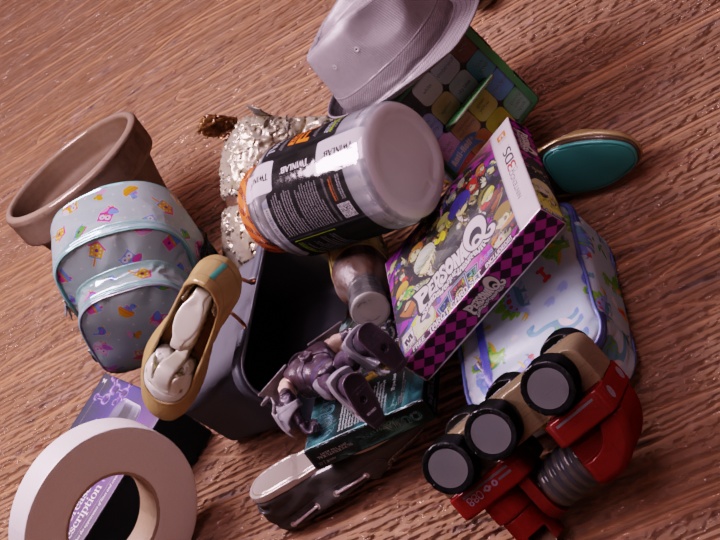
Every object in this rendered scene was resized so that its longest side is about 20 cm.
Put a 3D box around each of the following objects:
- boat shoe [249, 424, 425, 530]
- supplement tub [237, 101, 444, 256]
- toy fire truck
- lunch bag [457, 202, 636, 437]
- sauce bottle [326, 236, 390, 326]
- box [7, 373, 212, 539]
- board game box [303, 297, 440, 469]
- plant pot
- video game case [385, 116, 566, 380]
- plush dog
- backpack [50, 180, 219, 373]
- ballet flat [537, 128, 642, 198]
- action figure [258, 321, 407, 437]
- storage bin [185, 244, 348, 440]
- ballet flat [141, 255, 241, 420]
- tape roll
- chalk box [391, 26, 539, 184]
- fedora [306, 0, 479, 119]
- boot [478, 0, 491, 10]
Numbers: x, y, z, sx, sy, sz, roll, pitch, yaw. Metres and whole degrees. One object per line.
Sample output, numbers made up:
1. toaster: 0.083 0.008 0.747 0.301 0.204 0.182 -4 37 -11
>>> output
1. boat shoe: -0.013 0.188 1.453 0.199 0.057 0.067 -29 26 16
2. supplement tub: -0.024 -0.085 1.496 0.199 0.122 0.123 -17 47 42
3. toy fire truck: 0.170 0.179 1.238 0.176 0.200 0.129 -41 -1 24
4. lunch bag: 0.161 0.048 1.380 0.160 0.082 0.201 -32 40 25
5. sauce bottle: 0.000 0.000 1.544 0.065 0.065 0.200 -37 23 12
6. box: -0.274 0.228 1.637 0.141 0.079 0.201 12 67 51
7. board game box: 0.017 0.097 1.467 0.134 0.028 0.201 -26 27 23
8. plant pot: -0.296 -0.064 1.811 0.199 0.175 0.201 -33 24 17
9. video game case: 0.101 -0.023 1.397 0.200 0.036 0.182 -50 23 23
10. plush dog: -0.109 -0.079 1.674 0.200 0.159 0.174 162 114 -64
11. backpack: -0.252 0.006 1.677 0.174 0.201 0.154 -17 39 9
12. ballet flat: 0.189 -0.105 1.498 0.199 0.069 0.063 -20 31 29
13. action figure: -0.025 0.100 1.408 0.130 0.069 0.200 -53 14 -16
14. storage bin: -0.115 0.076 1.579 0.134 0.145 0.201 -27 41 38
15. ballet flat: -0.179 0.074 1.477 0.201 0.068 0.063 -65 -8 26
16. tape roll: -0.254 0.249 1.501 0.037 0.203 0.204 18 70 48
17. chalk box: 0.091 -0.173 1.555 0.125 0.124 0.200 -50 20 -5
18. fedora: 0.017 -0.242 1.516 0.199 0.090 0.178 -27 28 45
19. boot: 0.126 -0.397 1.801 0.154 0.072 0.201 11 71 48
